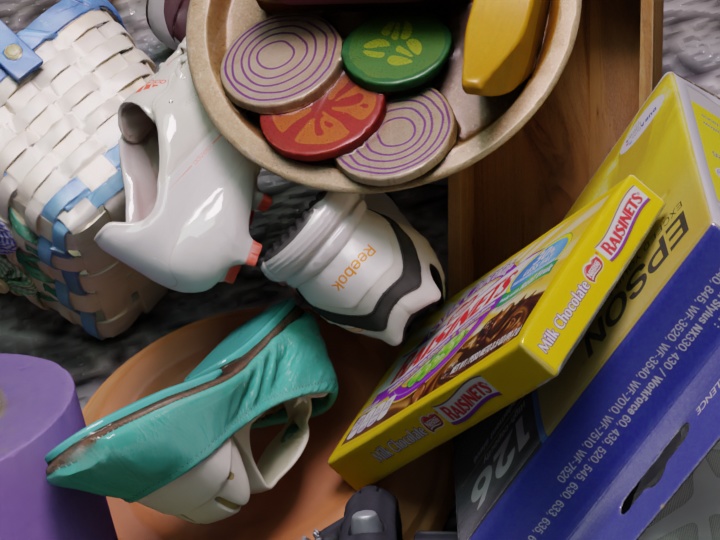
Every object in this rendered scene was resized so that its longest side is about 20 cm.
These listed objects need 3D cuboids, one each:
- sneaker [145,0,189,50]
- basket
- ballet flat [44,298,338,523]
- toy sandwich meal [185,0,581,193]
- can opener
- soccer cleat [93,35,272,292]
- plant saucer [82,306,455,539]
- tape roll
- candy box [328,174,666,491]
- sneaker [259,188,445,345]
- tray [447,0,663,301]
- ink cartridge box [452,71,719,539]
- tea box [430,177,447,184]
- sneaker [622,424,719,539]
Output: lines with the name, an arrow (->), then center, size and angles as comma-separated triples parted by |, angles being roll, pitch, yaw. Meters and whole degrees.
sneaker -> -0.024, -0.176, 1.410 | 0.116, 0.076, 0.200 | 46, 114, 24
basket -> -0.173, -0.075, 1.326 | 0.139, 0.177, 0.200 | -38, 65, -15
ballet flat -> -0.064, 0.073, 1.161 | 0.067, 0.071, 0.200 | -29, 2, 32
toy sandwich meal -> 0.007, -0.133, 1.164 | 0.204, 0.070, 0.206 | -5, 65, 11
can opener -> 0.008, 0.140, 1.105 | 0.078, 0.064, 0.200 | -17, 9, 10
soccer cleat -> -0.073, -0.085, 1.229 | 0.077, 0.069, 0.201 | 20, 62, -18
plant saucer -> -0.053, 0.093, 1.253 | 0.199, 0.038, 0.201 | -6, 50, 8
tape roll -> -0.214, 0.114, 1.166 | 0.199, 0.085, 0.200 | -12, 18, 4
candy box -> 0.057, 0.031, 1.148 | 0.026, 0.200, 0.102 | 42, 60, -7
sneaker -> 0.000, 0.000, 1.252 | 0.080, 0.200, 0.074 | 40, 97, -1
tray -> 0.093, -0.045, 1.238 | 0.098, 0.201, 0.037 | 5, 19, 15
ink cartridge box -> 0.107, 0.038, 1.135 | 0.047, 0.198, 0.200 | 29, 25, -14
tea box -> 0.065, -0.181, 1.346 | 0.133, 0.200, 0.197 | 3, 51, 15
sneaker -> 0.170, 0.101, 1.189 | 0.115, 0.076, 0.201 | 25, 67, 18
